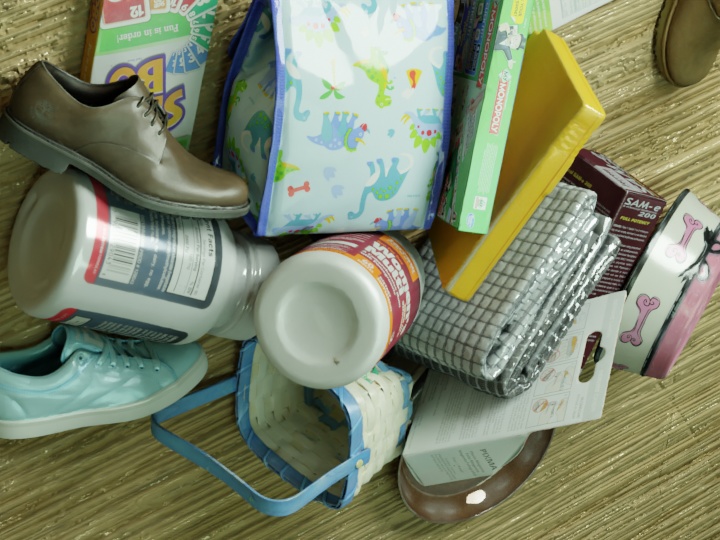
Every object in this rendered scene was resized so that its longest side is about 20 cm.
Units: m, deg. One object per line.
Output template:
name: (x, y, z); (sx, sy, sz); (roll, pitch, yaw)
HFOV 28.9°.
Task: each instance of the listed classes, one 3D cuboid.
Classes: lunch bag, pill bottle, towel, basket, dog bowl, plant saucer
lunch bag: (-0.018, -0.139, 1.135); (0.170, 0.127, 0.201); (-5, 122, -30)
pill bottle: (-0.009, 0.022, 1.163); (0.110, 0.109, 0.200); (-63, 172, 16)
pill bottle: (-0.170, -0.004, 1.131); (0.200, 0.120, 0.120); (16, 109, -38)
towel: (0.125, 0.009, 1.273); (0.086, 0.165, 0.200); (43, 76, -35)
basket: (-0.065, 0.135, 1.257); (0.200, 0.176, 0.140); (-29, 134, -39)
dog bowl: (0.315, 0.022, 1.422); (0.200, 0.074, 0.200); (-54, 164, -24)
plant saucer: (0.119, 0.180, 1.492); (0.200, 0.034, 0.201); (-17, 127, -24)

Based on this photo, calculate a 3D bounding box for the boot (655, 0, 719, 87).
boot: (0.361, -0.216, 1.280); (0.066, 0.200, 0.176); (-15, 126, -24)

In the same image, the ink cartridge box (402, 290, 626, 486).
ink cartridge box: (0.146, 0.107, 1.266); (0.199, 0.163, 0.057); (-11, 128, 30)

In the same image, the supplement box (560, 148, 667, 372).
supplement box: (0.208, -0.009, 1.377); (0.061, 0.109, 0.200); (9, 114, -35)

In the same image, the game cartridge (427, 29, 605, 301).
game cartridge: (0.124, -0.096, 1.202); (0.032, 0.176, 0.200); (27, 115, -21)

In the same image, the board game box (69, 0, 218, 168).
board game box: (-0.169, -0.161, 1.095); (0.095, 0.030, 0.201); (-2, 122, -31)

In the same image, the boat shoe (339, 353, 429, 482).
boat shoe: (0.025, 0.149, 1.390); (0.057, 0.067, 0.200); (38, 92, -37)

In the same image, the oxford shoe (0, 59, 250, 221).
oxford shoe: (-0.166, -0.098, 1.057); (0.200, 0.073, 0.085); (23, 109, -20)

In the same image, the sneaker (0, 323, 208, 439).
sneaker: (-0.223, 0.081, 1.182); (0.199, 0.074, 0.082); (-16, 129, -25)

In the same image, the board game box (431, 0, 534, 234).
board game box: (0.090, -0.142, 1.169); (0.029, 0.135, 0.201); (8, 101, -18)

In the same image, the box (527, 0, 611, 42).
box: (0.196, -0.300, 1.233); (0.200, 0.036, 0.145); (-28, 130, -16)

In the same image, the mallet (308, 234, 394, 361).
mallet: (0.000, 0.000, 1.302); (0.066, 0.041, 0.200); (-35, 127, -10)
